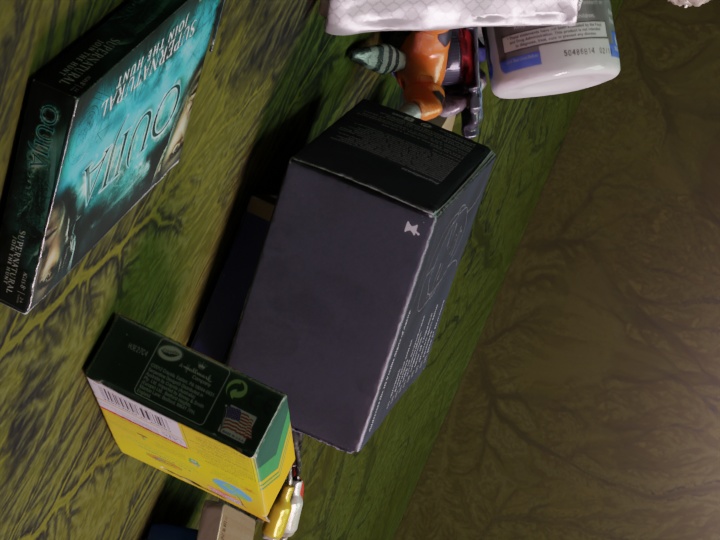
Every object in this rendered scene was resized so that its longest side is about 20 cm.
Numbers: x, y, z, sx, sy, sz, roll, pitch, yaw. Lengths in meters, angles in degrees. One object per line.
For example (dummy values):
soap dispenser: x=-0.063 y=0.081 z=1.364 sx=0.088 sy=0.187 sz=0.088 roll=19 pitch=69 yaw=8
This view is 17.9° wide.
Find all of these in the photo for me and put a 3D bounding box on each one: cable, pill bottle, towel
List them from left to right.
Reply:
cable: x=-0.061 y=0.188 z=2.295 sx=0.201 sy=0.050 sz=0.097 roll=-69 pitch=171 yaw=29
towel: x=0.075 y=-0.233 z=1.574 sx=0.192 sy=0.198 sz=0.032 roll=102 pitch=-18 yaw=-55
pill bottle: x=0.151 y=-0.255 z=1.937 sx=0.114 sy=0.113 sz=0.202 roll=14 pitch=67 yaw=-81

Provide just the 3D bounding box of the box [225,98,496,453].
box: x=0.000 y=0.000 z=1.732 sx=0.197 sy=0.123 sz=0.201 roll=-49 pitch=159 yaw=-68

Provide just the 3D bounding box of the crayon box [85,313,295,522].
crayon box: x=-0.111 y=0.104 z=1.545 sx=0.051 sy=0.126 sz=0.200 roll=-62 pitch=172 yaw=-17

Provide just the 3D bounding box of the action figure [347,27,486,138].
action figure: x=0.050 y=-0.205 z=1.893 sx=0.193 sy=0.104 sz=0.202 roll=-55 pitch=143 yaw=-80

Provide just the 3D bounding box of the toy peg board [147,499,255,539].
toy peg board: x=-0.164 y=0.294 z=1.917 sx=0.200 sy=0.097 sz=0.201 roll=66 pitch=33 yaw=-79

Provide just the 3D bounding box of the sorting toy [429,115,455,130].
sorting toy: x=0.003 y=-0.036 z=2.025 sx=0.201 sy=0.069 sz=0.199 roll=-59 pitch=169 yaw=-35

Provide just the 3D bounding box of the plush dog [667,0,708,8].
plush dog: x=0.196 y=-0.305 z=1.741 sx=0.161 sy=0.198 sz=0.173 roll=74 pitch=20 yaw=-45

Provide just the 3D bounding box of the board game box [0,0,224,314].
board game box: x=-0.134 y=-0.079 z=1.238 sx=0.200 sy=0.028 sz=0.136 roll=-53 pitch=163 yaw=-56

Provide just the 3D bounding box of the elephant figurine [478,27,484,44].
elephant figurine: x=0.153 y=-0.300 z=2.073 sx=0.155 sy=0.140 sz=0.202 roll=171 pitch=-69 yaw=-66

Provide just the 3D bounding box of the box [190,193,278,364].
box: x=-0.096 y=0.038 z=1.763 sx=0.201 sy=0.032 sz=0.121 roll=-66 pitch=171 yaw=8
